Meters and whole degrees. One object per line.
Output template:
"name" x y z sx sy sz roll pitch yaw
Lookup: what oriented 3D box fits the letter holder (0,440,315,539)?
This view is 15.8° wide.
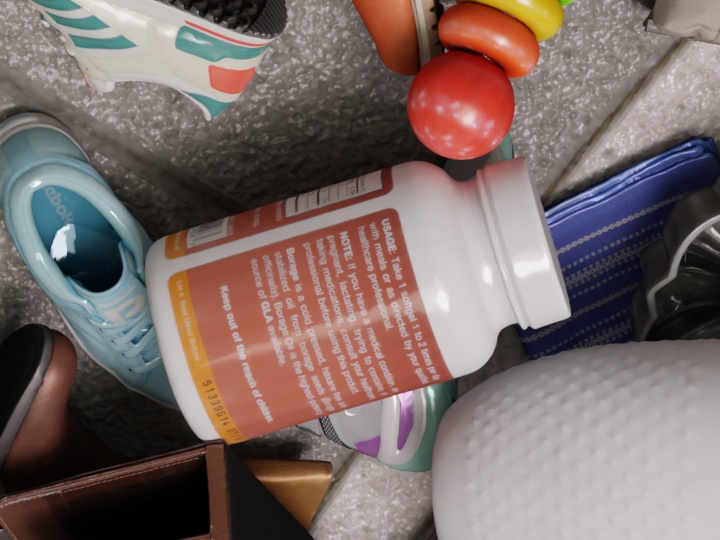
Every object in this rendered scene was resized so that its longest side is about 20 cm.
"letter holder" -0.099 0.186 1.373 0.141 0.101 0.200 -13 150 14

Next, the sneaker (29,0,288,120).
"sneaker" -0.142 -0.134 1.307 0.199 0.071 0.094 21 132 -10

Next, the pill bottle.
"pill bottle" 0.000 0.011 1.314 0.199 0.112 0.113 -16 118 7

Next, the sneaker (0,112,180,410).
"sneaker" -0.132 0.012 1.369 0.074 0.082 0.200 -36 118 6

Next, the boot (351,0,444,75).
"boot" -0.020 -0.177 1.324 0.107 0.075 0.201 -18 118 10

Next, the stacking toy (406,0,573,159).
"stacking toy" 0.078 -0.150 1.300 0.085 0.085 0.201 29 78 -24

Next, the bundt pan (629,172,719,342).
"bundt pan" 0.238 0.017 1.438 0.200 0.076 0.203 -5 119 -9

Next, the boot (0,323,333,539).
"boot" -0.110 0.111 1.413 0.199 0.069 0.189 7 125 -16

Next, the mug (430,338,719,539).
"mug" 0.136 0.136 1.356 0.174 0.148 0.201 -2 110 21

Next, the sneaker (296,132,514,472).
"sneaker" 0.000 0.000 1.401 0.139 0.078 0.201 15 94 -3

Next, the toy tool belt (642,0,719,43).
"toy tool belt" 0.206 -0.173 1.314 0.124 0.200 0.124 10 96 2

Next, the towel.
"towel" 0.166 0.032 1.483 0.144 0.024 0.201 -25 118 0
